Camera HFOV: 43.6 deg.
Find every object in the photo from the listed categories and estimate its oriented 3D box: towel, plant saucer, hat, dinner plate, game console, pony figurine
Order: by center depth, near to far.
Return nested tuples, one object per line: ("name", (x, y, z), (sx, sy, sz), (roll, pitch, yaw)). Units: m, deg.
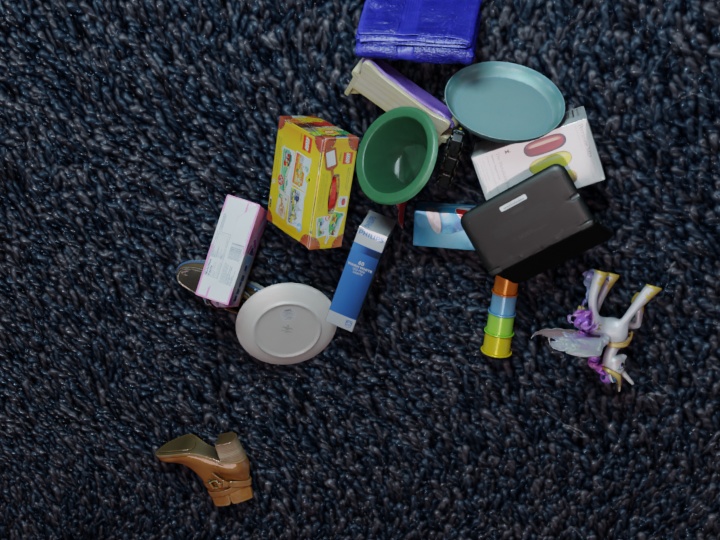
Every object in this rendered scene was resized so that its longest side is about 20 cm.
("towel", (0.097, -0.407, 1.482), (0.198, 0.149, 0.050), (6, 150, 8))
("plant saucer", (0.236, -0.273, 1.485), (0.198, 0.201, 0.028), (13, 139, 7))
("game console", (0.300, -0.074, 1.533), (0.199, 0.116, 0.177), (-29, 97, 25))
("hat", (0.103, -0.176, 1.560), (0.199, 0.175, 0.167), (-1, 80, 42))
("pony figurine", (0.422, 0.102, 1.612), (0.191, 0.167, 0.202), (15, 97, -3))
("dinner plate", (-0.142, 0.111, 1.744), (0.198, 0.024, 0.202), (-5, 124, -8))

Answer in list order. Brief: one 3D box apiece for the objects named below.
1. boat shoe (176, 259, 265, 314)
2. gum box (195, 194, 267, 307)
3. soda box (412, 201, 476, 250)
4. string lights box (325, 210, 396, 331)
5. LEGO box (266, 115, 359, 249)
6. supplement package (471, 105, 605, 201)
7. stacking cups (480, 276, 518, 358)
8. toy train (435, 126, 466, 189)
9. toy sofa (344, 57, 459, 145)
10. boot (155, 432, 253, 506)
("boat shoe", (-0.273, 0.036, 1.757), (0.198, 0.072, 0.073), (17, 112, 5))
("gum box", (-0.236, -0.028, 1.663), (0.066, 0.114, 0.202), (18, 87, 4))
("soda box", (0.196, -0.078, 1.623), (0.198, 0.064, 0.069), (5, 111, 9))
("string lights box", (0.000, 0.000, 1.671), (0.058, 0.103, 0.201), (22, 113, 3))
("LEGO box", (-0.088, -0.160, 1.602), (0.149, 0.077, 0.202), (34, 122, 45))
("supplement package", (0.302, -0.188, 1.535), (0.198, 0.110, 0.115), (-18, 106, 17))
("stacking cups", (0.261, 0.058, 1.668), (0.060, 0.061, 0.202), (6, 107, 9))
("toy train", (0.156, -0.193, 1.543), (0.034, 0.200, 0.046), (16, 72, 4))
("toy sofa", (0.081, -0.298, 1.536), (0.199, 0.083, 0.098), (35, 148, -2))
("boot", (-0.329, 0.429, 1.925), (0.198, 0.077, 0.157), (-10, 112, 7))
